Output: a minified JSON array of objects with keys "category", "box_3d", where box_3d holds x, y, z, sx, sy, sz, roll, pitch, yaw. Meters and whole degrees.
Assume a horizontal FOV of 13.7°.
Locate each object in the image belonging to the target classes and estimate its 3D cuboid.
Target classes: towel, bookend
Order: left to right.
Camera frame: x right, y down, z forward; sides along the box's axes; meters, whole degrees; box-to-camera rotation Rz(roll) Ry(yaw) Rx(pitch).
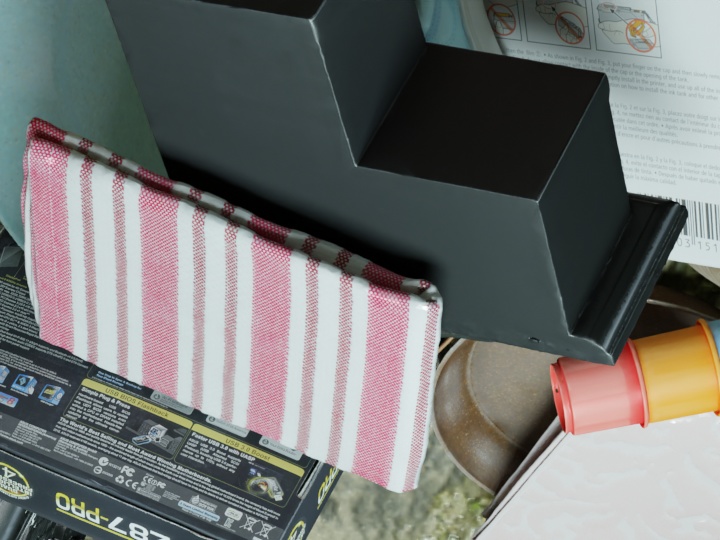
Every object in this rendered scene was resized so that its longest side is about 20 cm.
[{"category":"towel","box_3d":[-0.056,0.015,1.306,0.200,0.030,0.146,23,147,11]},{"category":"bookend","box_3d":[0.015,-0.075,1.239,0.198,0.092,0.200,11,142,26]},{"category":"towel","box_3d":[0.185,0.128,1.625,0.200,0.032,0.191,22,138,-14]}]

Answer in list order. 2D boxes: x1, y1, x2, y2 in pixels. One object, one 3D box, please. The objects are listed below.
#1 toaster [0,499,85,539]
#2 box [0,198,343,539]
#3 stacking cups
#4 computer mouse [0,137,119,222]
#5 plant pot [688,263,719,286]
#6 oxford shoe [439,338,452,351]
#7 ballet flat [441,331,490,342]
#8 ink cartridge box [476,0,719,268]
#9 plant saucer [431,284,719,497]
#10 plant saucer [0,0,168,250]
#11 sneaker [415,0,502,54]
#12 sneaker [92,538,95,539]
[{"category":"toaster","box_3d":[-0.196,0.098,1.538,0.119,0.181,0.200,31,118,8]},{"category":"box","box_3d":[-0.099,0.051,1.404,0.200,0.161,0.049,20,144,12]},{"category":"stacking cups","box_3d":[0.195,0.041,1.509,0.200,0.061,0.061,-9,139,-5]},{"category":"computer mouse","box_3d":[-0.111,-0.039,1.483,0.200,0.046,0.140,-1,168,12]},{"category":"plant pot","box_3d":[0.212,-0.045,1.426,0.200,0.093,0.201,6,138,5]},{"category":"oxford shoe","box_3d":[-0.008,0.039,1.542,0.071,0.071,0.200,27,123,-35]},{"category":"ballet flat","box_3d":[0.000,0.000,1.470,0.200,0.068,0.068,-4,162,35]},{"category":"ink cartridge box","box_3d":[0.102,-0.098,1.370,0.200,0.045,0.177,11,118,35]},{"category":"plant saucer","box_3d":[0.137,0.068,1.613,0.200,0.035,0.200,4,139,4]},{"category":"plant saucer","box_3d":[-0.118,-0.098,1.385,0.039,0.201,0.201,-5,152,-40]},{"category":"sneaker","box_3d":[0.016,-0.095,1.353,0.074,0.082,0.200,-1,112,40]},{"category":"sneaker","box_3d":[-0.174,0.088,1.656,0.200,0.070,0.090,11,138,12]}]
